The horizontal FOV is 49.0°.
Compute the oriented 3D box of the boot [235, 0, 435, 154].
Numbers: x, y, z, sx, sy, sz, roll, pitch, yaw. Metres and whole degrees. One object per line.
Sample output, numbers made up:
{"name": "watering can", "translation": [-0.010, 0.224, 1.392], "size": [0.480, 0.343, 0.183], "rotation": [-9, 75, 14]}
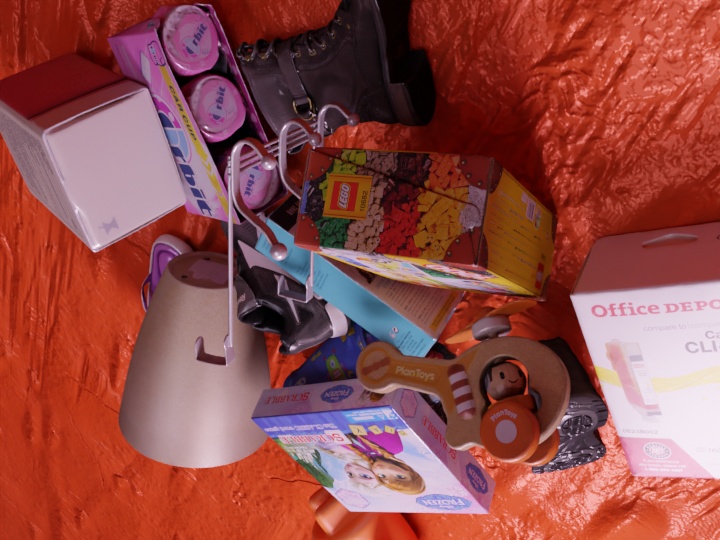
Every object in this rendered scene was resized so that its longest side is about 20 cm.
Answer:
{"name": "boot", "translation": [-0.037, -0.192, 0.672], "size": [0.172, 0.069, 0.202], "rotation": [2, 125, 31]}

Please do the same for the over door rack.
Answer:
{"name": "over door rack", "translation": [-0.059, -0.026, 0.658], "size": [0.066, 0.148, 0.202], "rotation": [25, 121, 17]}

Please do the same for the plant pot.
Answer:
{"name": "plant pot", "translation": [-0.184, 0.088, 0.923], "size": [0.185, 0.187, 0.203], "rotation": [19, 116, 19]}

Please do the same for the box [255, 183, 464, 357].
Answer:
{"name": "box", "translation": [0.000, 0.000, 0.784], "size": [0.199, 0.082, 0.049], "rotation": [36, 134, 5]}

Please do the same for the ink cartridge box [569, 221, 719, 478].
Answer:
{"name": "ink cartridge box", "translation": [0.276, 0.072, 0.658], "size": [0.143, 0.084, 0.202], "rotation": [-8, 118, 36]}

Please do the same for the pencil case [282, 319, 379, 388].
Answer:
{"name": "pencil case", "translation": [-0.015, 0.112, 0.878], "size": [0.200, 0.077, 0.088], "rotation": [-46, 64, 45]}

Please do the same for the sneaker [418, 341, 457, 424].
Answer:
{"name": "sneaker", "translation": [0.072, 0.148, 0.867], "size": [0.095, 0.080, 0.200], "rotation": [30, 143, -5]}

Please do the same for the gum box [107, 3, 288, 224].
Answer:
{"name": "gum box", "translation": [-0.157, -0.153, 0.757], "size": [0.113, 0.066, 0.202], "rotation": [15, 133, 51]}

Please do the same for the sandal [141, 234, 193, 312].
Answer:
{"name": "sandal", "translation": [-0.246, 0.042, 0.996], "size": [0.081, 0.050, 0.205], "rotation": [22, 132, 18]}

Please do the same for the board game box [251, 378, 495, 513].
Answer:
{"name": "board game box", "translation": [0.014, 0.195, 0.855], "size": [0.198, 0.041, 0.200], "rotation": [-13, 129, 39]}

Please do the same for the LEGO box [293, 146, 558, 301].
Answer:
{"name": "LEGO box", "translation": [0.062, -0.033, 0.640], "size": [0.147, 0.199, 0.079], "rotation": [7, 85, 28]}

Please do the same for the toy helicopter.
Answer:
{"name": "toy helicopter", "translation": [0.084, 0.086, 0.687], "size": [0.197, 0.134, 0.079], "rotation": [6, 170, 32]}

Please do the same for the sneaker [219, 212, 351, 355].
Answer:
{"name": "sneaker", "translation": [-0.102, 0.009, 0.817], "size": [0.200, 0.090, 0.067], "rotation": [47, 152, 23]}

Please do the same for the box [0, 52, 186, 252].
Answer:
{"name": "box", "translation": [-0.281, -0.127, 0.800], "size": [0.199, 0.108, 0.129], "rotation": [30, 143, 44]}

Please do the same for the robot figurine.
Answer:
{"name": "robot figurine", "translation": [0.014, 0.360, 1.021], "size": [0.143, 0.117, 0.201], "rotation": [-20, 111, 40]}

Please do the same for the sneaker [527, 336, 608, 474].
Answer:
{"name": "sneaker", "translation": [0.196, 0.135, 0.770], "size": [0.075, 0.092, 0.201], "rotation": [-10, 145, -1]}
